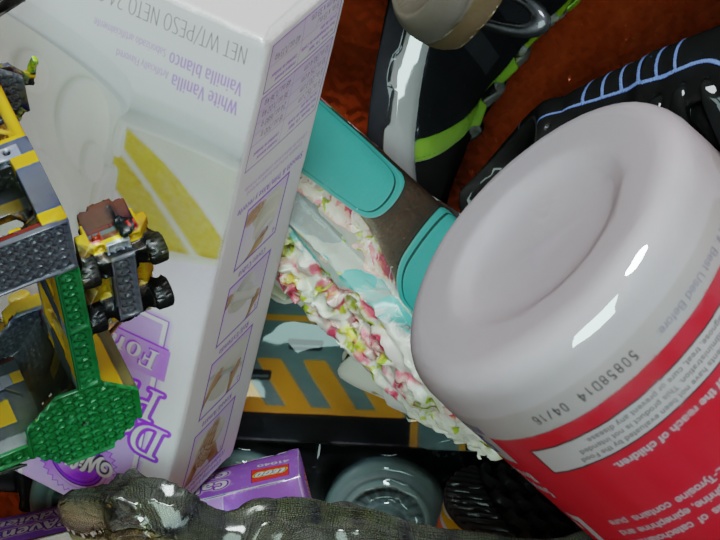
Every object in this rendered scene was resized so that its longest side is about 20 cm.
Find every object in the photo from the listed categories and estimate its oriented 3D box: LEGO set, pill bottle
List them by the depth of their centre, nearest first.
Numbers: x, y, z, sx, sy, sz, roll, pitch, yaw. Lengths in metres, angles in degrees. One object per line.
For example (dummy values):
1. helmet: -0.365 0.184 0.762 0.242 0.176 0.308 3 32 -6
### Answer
1. LEGO set: -0.164 0.001 0.821 0.200 0.116 0.154 -25 146 -6
2. pill bottle: 0.119 0.050 0.880 0.112 0.112 0.200 -41 115 14

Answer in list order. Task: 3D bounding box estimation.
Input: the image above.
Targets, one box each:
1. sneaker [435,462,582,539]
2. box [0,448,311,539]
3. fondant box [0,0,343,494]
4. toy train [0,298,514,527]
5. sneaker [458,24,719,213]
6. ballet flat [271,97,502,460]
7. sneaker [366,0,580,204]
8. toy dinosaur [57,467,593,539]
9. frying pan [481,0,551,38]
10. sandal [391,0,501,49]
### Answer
1. sneaker: 0.103 0.129 1.016 0.200 0.070 0.090 12 112 -27
2. box: -0.064 0.173 0.980 0.137 0.039 0.200 -14 102 1
3. fondant box: -0.097 -0.030 0.900 0.144 0.058 0.200 25 128 13
4. toy train: -0.041 0.045 1.015 0.200 0.085 0.114 3 107 3
5. sneaker: 0.103 -0.037 0.922 0.078 0.200 0.070 -19 86 -25
6. ballet flat: 0.000 0.000 0.949 0.200 0.076 0.064 45 134 1
7. sneaker: 0.053 -0.099 0.974 0.083 0.072 0.200 12 107 -1
8. toy dinosaur: 0.001 0.109 0.916 0.200 0.047 0.088 3 108 -15
9. frying pan: -0.036 -0.102 0.958 0.190 0.031 0.115 47 110 24
10. sandal: 0.004 -0.160 0.907 0.054 0.200 0.082 4 152 -24
